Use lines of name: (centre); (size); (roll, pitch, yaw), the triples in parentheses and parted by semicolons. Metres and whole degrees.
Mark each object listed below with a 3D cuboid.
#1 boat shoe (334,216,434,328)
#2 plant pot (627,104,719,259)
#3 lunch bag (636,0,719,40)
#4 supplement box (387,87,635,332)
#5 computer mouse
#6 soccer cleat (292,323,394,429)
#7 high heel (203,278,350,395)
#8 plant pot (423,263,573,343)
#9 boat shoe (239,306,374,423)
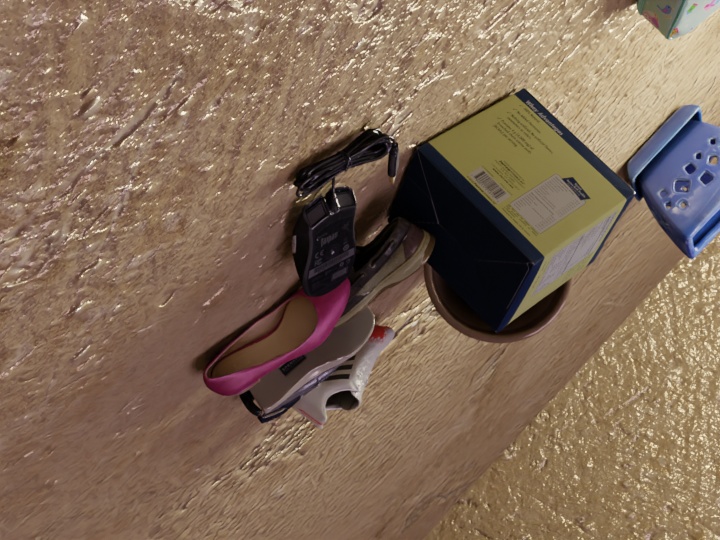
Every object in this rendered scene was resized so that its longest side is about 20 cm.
boat shoe: (0.000, 0.000, 1.530); (0.200, 0.066, 0.072); (-35, -158, 32)
plant pot: (0.581, -0.163, 2.258); (0.200, 0.180, 0.200); (-46, 162, 5)
lunch bag: (0.446, -0.401, 1.632); (0.199, 0.077, 0.161); (-39, 159, -20)
supplement box: (0.179, -0.076, 1.537); (0.199, 0.200, 0.135); (-31, 158, -35)
computer mouse: (-0.020, -0.069, 1.375); (0.140, 0.046, 0.201); (-32, 146, -24)
soccer cleat: (-0.014, 0.144, 1.761); (0.199, 0.085, 0.069); (-31, 157, -37)
high heel: (-0.096, 0.069, 1.470); (0.199, 0.068, 0.096); (-37, 164, 3)
plant pot: (0.185, -0.007, 1.760); (0.200, 0.200, 0.175); (-46, 179, 3)
boat shoe: (-0.070, 0.115, 1.624); (0.199, 0.075, 0.093); (-33, 167, -15)
